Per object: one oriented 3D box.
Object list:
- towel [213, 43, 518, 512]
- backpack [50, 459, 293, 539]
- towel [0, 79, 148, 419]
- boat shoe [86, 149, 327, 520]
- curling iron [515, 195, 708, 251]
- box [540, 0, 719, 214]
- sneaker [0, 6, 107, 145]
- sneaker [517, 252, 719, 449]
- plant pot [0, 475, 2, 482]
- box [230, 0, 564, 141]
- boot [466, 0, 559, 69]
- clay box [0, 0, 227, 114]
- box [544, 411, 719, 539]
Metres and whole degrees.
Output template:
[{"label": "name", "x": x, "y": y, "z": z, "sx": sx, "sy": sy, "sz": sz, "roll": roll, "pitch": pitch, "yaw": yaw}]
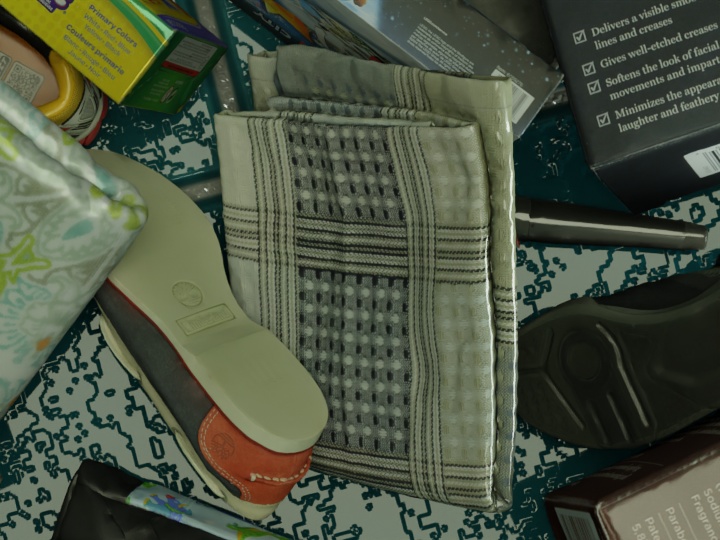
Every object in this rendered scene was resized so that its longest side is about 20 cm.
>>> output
[{"label": "towel", "x": 0.000, "y": 0.000, "z": 1.318, "sx": 0.034, "sy": 0.192, "sz": 0.201, "roll": -8, "pitch": 101, "yaw": -36}, {"label": "backpack", "x": -0.048, "y": 0.193, "z": 1.346, "sx": 0.199, "sy": 0.154, "sz": 0.164, "roll": 12, "pitch": 83, "yaw": 18}, {"label": "towel", "x": -0.218, "y": -0.028, "z": 1.339, "sx": 0.200, "sy": 0.048, "sz": 0.171, "roll": 39, "pitch": 122, "yaw": -1}, {"label": "boat shoe", "x": -0.087, "y": 0.027, "z": 1.364, "sx": 0.071, "sy": 0.063, "sz": 0.200, "roll": -17, "pitch": 57, "yaw": -37}, {"label": "curling iron", "x": 0.070, "y": -0.018, "z": 1.412, "sx": 0.199, "sy": 0.026, "sz": 0.050, "roll": 2, "pitch": 50, "yaw": -8}, {"label": "box", "x": 0.159, "y": -0.149, "z": 1.352, "sx": 0.148, "sy": 0.107, "sz": 0.201, "roll": -17, "pitch": 76, "yaw": 13}, {"label": "sneaker", "x": -0.212, "y": -0.118, "z": 1.371, "sx": 0.199, "sy": 0.082, "sz": 0.078, "roll": 21, "pitch": 85, "yaw": -2}, {"label": "sneaker", "x": 0.167, "y": 0.028, "z": 1.386, "sx": 0.199, "sy": 0.114, "sz": 0.077, "roll": -21, "pitch": 92, "yaw": 33}, {"label": "plant pot", "x": -0.274, "y": 0.039, "z": 1.274, "sx": 0.199, "sy": 0.200, "sz": 0.175, "roll": -16, "pitch": 91, "yaw": -5}, {"label": "box", "x": -0.006, "y": -0.124, "z": 1.358, "sx": 0.200, "sy": 0.137, "sz": 0.038, "roll": 37, "pitch": 81, "yaw": -2}, {"label": "boot", "x": 0.038, "y": -0.167, "z": 1.333, "sx": 0.072, "sy": 0.200, "sz": 0.182, "roll": -37, "pitch": 90, "yaw": -5}, {"label": "clay box", "x": -0.160, "y": -0.153, "z": 1.348, "sx": 0.200, "sy": 0.115, "sz": 0.048, "roll": 41, "pitch": 96, "yaw": 6}, {"label": "box", "x": 0.214, "y": 0.138, "z": 1.346, "sx": 0.199, "sy": 0.166, "sz": 0.165, "roll": -25, "pitch": 89, "yaw": -5}]
